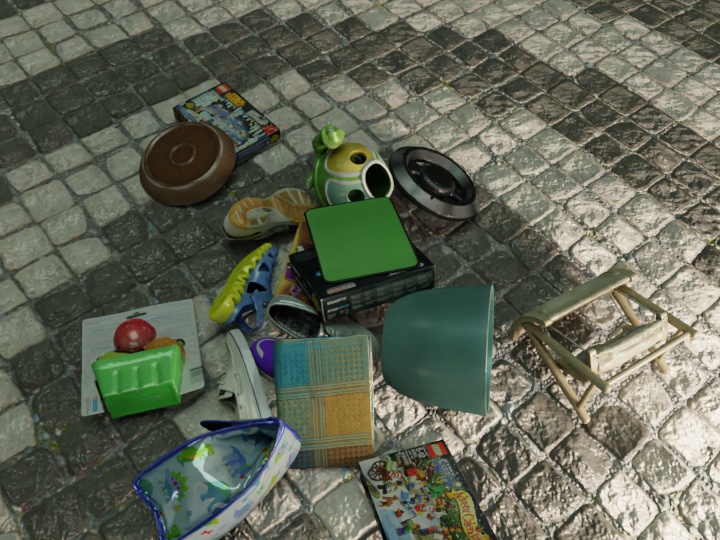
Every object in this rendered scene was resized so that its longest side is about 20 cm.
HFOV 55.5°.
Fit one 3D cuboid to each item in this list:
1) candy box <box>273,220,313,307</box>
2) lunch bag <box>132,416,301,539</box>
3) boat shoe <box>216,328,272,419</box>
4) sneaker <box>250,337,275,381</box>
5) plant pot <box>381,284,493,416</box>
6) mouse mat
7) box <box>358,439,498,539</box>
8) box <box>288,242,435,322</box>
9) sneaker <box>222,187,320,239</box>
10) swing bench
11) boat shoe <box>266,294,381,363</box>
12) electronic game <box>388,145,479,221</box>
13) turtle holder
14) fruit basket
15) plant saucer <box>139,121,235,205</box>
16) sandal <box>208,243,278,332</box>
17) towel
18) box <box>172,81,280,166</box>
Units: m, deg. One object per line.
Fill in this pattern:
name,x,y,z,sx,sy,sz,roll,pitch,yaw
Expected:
candy box,-0.076,0.010,1.211,0.116,0.057,0.200,11,53,5
lunch bag,-0.175,0.268,0.914,0.200,0.170,0.128,-32,72,-8
boat shoe,-0.192,0.184,1.071,0.070,0.071,0.200,-15,62,-16
sneaker,-0.088,0.148,1.078,0.200,0.100,0.070,29,55,17
plant pot,0.120,0.117,1.060,0.161,0.201,0.201,3,53,13
mouse mat,-0.002,-0.056,1.140,0.160,0.008,0.200,-10,43,-8
box,0.089,0.331,0.946,0.136,0.038,0.200,-13,32,-11
box,0.000,0.000,1.129,0.200,0.046,0.159,-16,34,-17
sneaker,-0.168,-0.101,1.280,0.200,0.088,0.076,-9,73,-37
swing bench,0.388,0.104,1.117,0.199,0.130,0.200,-25,58,-19
boat shoe,-0.063,0.102,1.095,0.200,0.072,0.070,26,98,3
electronic game,0.145,-0.171,1.329,0.200,0.042,0.200,19,42,-18
turtle holder,-0.013,-0.184,1.271,0.141,0.186,0.132,-21,18,-36
fruit basket,-0.352,0.136,1.100,0.185,0.094,0.200,-12,39,-12
plant saucer,-0.349,-0.222,1.356,0.200,0.035,0.201,-4,63,8
sandal,-0.187,0.034,1.187,0.087,0.079,0.200,41,45,-18
towel,-0.053,0.194,1.016,0.146,0.022,0.201,-3,97,0
box,-0.283,-0.309,1.447,0.137,0.040,0.200,-35,63,-26
